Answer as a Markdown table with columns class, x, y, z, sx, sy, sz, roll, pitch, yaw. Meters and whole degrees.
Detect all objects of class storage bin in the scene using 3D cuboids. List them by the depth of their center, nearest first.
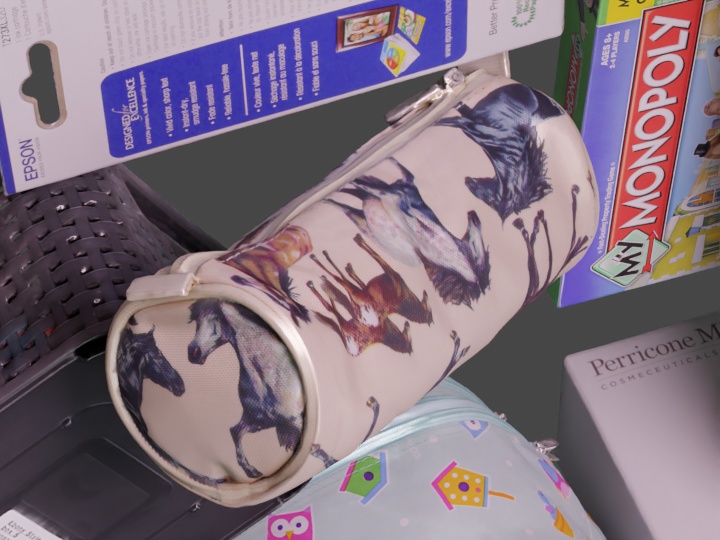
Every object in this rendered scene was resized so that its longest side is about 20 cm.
| class | x | y | z | sx | sy | sz | roll | pitch | yaw |
| --- | --- | --- | --- | --- | --- | --- | --- | --- | --- |
| storage bin | -0.132 | 0.063 | 0.967 | 0.200 | 0.094 | 0.135 | -36 | 142 | 11 |

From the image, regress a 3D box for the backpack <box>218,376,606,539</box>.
| class | x | y | z | sx | sy | sz | roll | pitch | yaw |
| --- | --- | --- | --- | --- | --- | --- | --- | --- | --- |
| backpack | 0.008 | 0.126 | 1.066 | 0.175 | 0.154 | 0.200 | -28 | 158 | 3 |

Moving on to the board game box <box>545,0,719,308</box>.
| class | x | y | z | sx | sy | sz | roll | pitch | yaw |
| --- | --- | --- | --- | --- | --- | --- | --- | --- | --- |
| board game box | 0.136 | -0.076 | 1.008 | 0.134 | 0.029 | 0.201 | -15 | 141 | -15 |

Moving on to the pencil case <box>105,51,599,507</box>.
| class | x | y | z | sx | sy | sz | roll | pitch | yaw |
| --- | --- | --- | --- | --- | --- | --- | --- | --- | --- |
| pencil case | 0.000 | 0.000 | 0.903 | 0.078 | 0.090 | 0.200 | -15 | -166 | 39 |

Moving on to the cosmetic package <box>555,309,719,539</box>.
| class | x | y | z | sx | sy | sz | roll | pitch | yaw |
| --- | --- | --- | --- | --- | --- | --- | --- | --- | --- |
| cosmetic package | 0.161 | 0.115 | 1.104 | 0.101 | 0.200 | 0.071 | -16 | 141 | -12 |

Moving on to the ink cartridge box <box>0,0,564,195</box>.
| class | x | y | z | sx | sy | sz | roll | pitch | yaw |
| --- | --- | --- | --- | --- | --- | --- | --- | --- | --- |
| ink cartridge box | -0.028 | -0.091 | 0.892 | 0.199 | 0.037 | 0.095 | -19 | 143 | -13 |
